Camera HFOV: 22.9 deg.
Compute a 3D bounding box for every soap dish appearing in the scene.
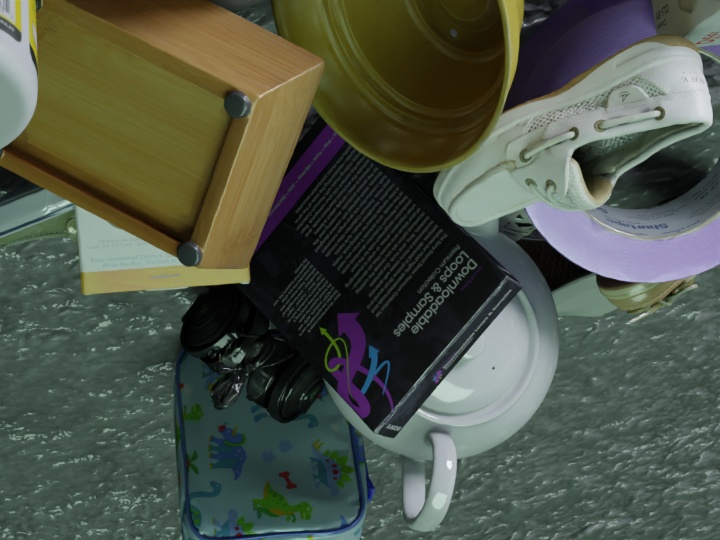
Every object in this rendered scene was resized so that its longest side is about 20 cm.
[{"bbox_3d":[-0.140,-0.102,1.107,0.200,0.081,0.157,27,120,7],"label":"soap dish"}]

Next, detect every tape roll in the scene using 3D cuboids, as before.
[{"bbox_3d":[0.197,-0.095,1.215,0.200,0.066,0.200,-1,110,-4],"label":"tape roll"}]

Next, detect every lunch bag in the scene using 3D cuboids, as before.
[{"bbox_3d":[-0.075,0.154,1.492,0.160,0.200,0.083,-4,147,-8],"label":"lunch bag"}]

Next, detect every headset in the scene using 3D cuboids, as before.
[{"bbox_3d":[-0.089,0.074,1.371,0.123,0.094,0.200,37,169,-3],"label":"headset"}]

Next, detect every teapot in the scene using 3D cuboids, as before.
[{"bbox_3d":[0.063,0.055,1.301,0.197,0.200,0.146,-35,-173,-7],"label":"teapot"}]

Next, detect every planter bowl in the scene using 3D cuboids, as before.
[{"bbox_3d":[0.041,-0.168,1.110,0.083,0.200,0.200,-28,162,-39],"label":"planter bowl"}]

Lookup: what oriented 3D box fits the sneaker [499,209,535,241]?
[{"bbox_3d":[0.135,-0.062,1.339,0.072,0.073,0.200,12,142,-30],"label":"sneaker"}]

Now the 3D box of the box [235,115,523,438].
[{"bbox_3d":[0.000,0.000,1.249,0.143,0.200,0.036,-50,150,10],"label":"box"}]

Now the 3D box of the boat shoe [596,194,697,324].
[{"bbox_3d":[0.238,-0.006,1.347,0.073,0.063,0.200,-8,-164,33],"label":"boat shoe"}]

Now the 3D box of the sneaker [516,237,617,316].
[{"bbox_3d":[0.157,0.017,1.456,0.200,0.073,0.085,-9,144,-1],"label":"sneaker"}]

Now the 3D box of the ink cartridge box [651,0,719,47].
[{"bbox_3d":[0.292,-0.202,1.094,0.200,0.084,0.145,-9,174,-10],"label":"ink cartridge box"}]

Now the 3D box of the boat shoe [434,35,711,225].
[{"bbox_3d":[0.130,-0.070,1.109,0.200,0.069,0.071,-32,150,34],"label":"boat shoe"}]

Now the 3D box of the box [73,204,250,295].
[{"bbox_3d":[-0.139,-0.084,1.212,0.119,0.041,0.200,-4,113,-7],"label":"box"}]

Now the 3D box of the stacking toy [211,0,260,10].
[{"bbox_3d":[-0.080,-0.214,1.053,0.146,0.146,0.200,-8,165,-1],"label":"stacking toy"}]

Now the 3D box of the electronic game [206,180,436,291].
[{"bbox_3d":[-0.030,-0.018,1.392,0.200,0.042,0.200,-6,146,-4],"label":"electronic game"}]

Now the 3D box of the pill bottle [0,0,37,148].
[{"bbox_3d":[-0.238,-0.167,0.986,0.112,0.200,0.113,-6,145,-4],"label":"pill bottle"}]

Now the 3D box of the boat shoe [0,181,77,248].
[{"bbox_3d":[-0.182,-0.049,1.272,0.200,0.072,0.062,-18,103,11],"label":"boat shoe"}]
